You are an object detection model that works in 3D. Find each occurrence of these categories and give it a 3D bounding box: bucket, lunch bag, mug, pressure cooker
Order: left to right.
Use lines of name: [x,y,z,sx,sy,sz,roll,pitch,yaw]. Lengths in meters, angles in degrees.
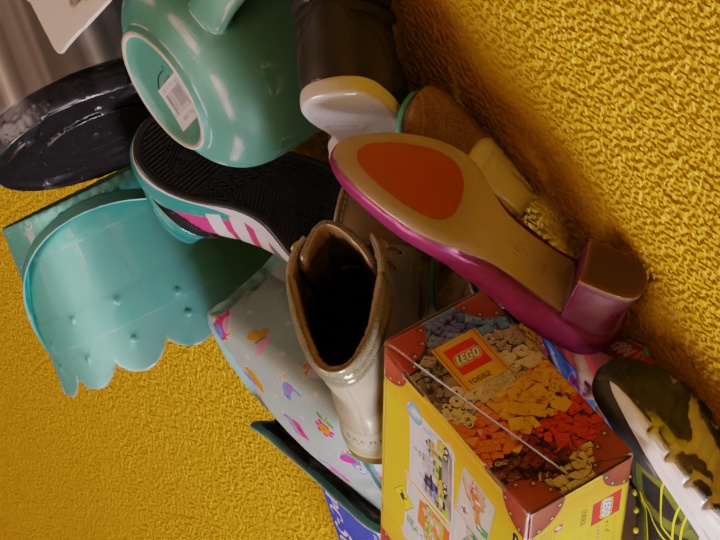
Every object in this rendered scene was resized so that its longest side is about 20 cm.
pressure cooker: [-0.211,-0.176,1.720,0.201,0.177,0.176,67,153,14]
bucket: [-0.161,-0.010,1.852,0.136,0.206,0.207,63,159,-6]
mug: [-0.085,-0.154,1.572,0.152,0.114,0.186,36,153,42]
lunch bag: [0.001,0.096,1.759,0.170,0.122,0.201,36,160,38]

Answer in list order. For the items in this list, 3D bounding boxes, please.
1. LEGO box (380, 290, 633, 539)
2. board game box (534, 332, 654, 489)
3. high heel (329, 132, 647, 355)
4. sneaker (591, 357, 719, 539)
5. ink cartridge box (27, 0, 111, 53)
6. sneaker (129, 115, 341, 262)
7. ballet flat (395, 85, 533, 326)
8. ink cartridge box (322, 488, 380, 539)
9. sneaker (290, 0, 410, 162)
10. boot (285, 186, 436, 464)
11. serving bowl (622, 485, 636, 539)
LEGO box: [0.082,0.138,1.487,0.149,0.077,0.201,49,154,33]
board game box: [0.174,0.121,1.550,0.103,0.019,0.201,21,140,55]
high heel: [0.066,-0.012,1.446,0.199,0.068,0.096,21,149,-6]
sneaker: [0.183,0.146,1.442,0.084,0.074,0.201,-31,95,30]
ink cartridge box: [-0.182,-0.253,1.592,0.116,0.067,0.201,-38,70,45]
sneaker: [-0.072,-0.044,1.711,0.199,0.084,0.121,28,173,-9]
ballet flat: [0.071,-0.030,1.501,0.072,0.068,0.201,20,144,25]
ink cartridge box: [0.031,0.248,2.023,0.094,0.044,0.201,33,150,43]
sneaker: [0.005,-0.123,1.507,0.200,0.070,0.100,48,-142,-72]
boot: [0.000,0.000,1.534,0.155,0.071,0.202,62,-155,-61]
serving bowl: [0.155,0.210,1.605,0.201,0.066,0.201,53,163,23]
